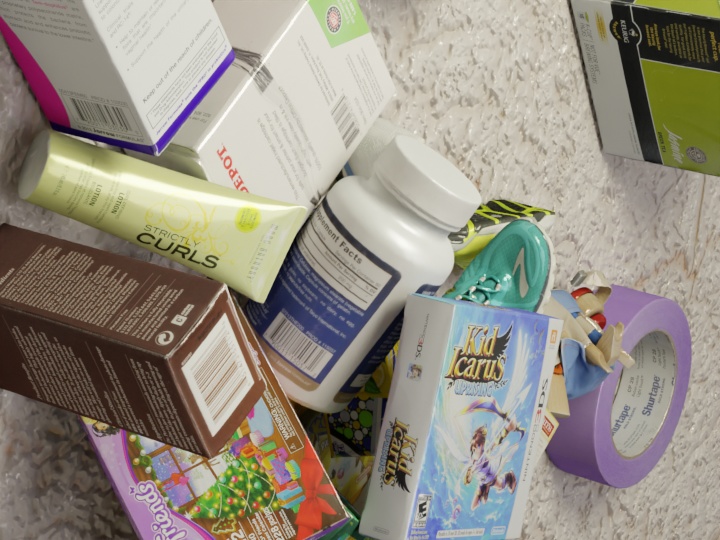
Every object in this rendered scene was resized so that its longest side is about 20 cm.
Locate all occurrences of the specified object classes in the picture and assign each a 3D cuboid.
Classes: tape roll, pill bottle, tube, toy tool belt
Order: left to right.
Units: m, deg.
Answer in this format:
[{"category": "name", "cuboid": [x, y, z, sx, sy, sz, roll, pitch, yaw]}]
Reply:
[{"category": "tube", "cuboid": [-0.135, -0.042, 1.480, 0.199, 0.058, 0.052, 21, 55, -27]}, {"category": "pill bottle", "cuboid": [0.000, 0.000, 1.625, 0.200, 0.111, 0.111, -52, 150, 16]}, {"category": "toy tool belt", "cuboid": [0.195, 0.082, 2.022, 0.200, 0.123, 0.125, -9, 143, -53]}, {"category": "tape roll", "cuboid": [0.264, 0.119, 2.203, 0.200, 0.065, 0.201, -28, 125, -47]}]

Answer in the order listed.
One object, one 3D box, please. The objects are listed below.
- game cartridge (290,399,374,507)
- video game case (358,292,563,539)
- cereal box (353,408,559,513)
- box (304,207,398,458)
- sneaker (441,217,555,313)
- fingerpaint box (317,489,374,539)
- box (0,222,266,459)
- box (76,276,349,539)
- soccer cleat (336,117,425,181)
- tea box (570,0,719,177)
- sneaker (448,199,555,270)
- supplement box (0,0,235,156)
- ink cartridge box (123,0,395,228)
[{"category": "game cartridge", "cuboid": [-0.036, 0.136, 1.800, 0.176, 0.032, 0.201, -41, 135, -40]}, {"category": "video game case", "cuboid": [0.081, 0.116, 1.644, 0.200, 0.045, 0.182, 8, 92, -61]}, {"category": "cereal box", "cuboid": [0.064, 0.191, 1.812, 0.040, 0.144, 0.200, 51, 60, -31]}, {"category": "box", "cuboid": [0.002, 0.046, 1.732, 0.064, 0.070, 0.201, -29, 111, -61]}, {"category": "sneaker", "cuboid": [0.091, 0.042, 1.820, 0.200, 0.077, 0.080, -53, 155, 12]}, {"category": "fingerpaint box", "cuboid": [-0.072, 0.233, 1.637, 0.167, 0.073, 0.200, -45, 166, -4]}, {"category": "box", "cuboid": [-0.168, 0.045, 1.417, 0.075, 0.199, 0.100, -53, 142, -33]}, {"category": "box", "cuboid": [-0.114, 0.119, 1.510, 0.136, 0.201, 0.039, -27, 169, -13]}, {"category": "soccer cleat", "cuboid": [0.033, -0.038, 1.781, 0.070, 0.086, 0.201, -49, 139, -33]}, {"category": "tea box", "cuboid": [0.327, -0.208, 2.045, 0.134, 0.196, 0.201, -50, 140, -32]}, {"category": "sneaker", "cuboid": [0.116, -0.019, 1.915, 0.200, 0.075, 0.077, -4, 106, -58]}, {"category": "supplement box", "cuboid": [-0.176, -0.187, 1.401, 0.104, 0.101, 0.200, -55, 142, -28]}, {"category": "ink cartridge box", "cuboid": [-0.074, -0.117, 1.593, 0.200, 0.084, 0.146, -56, 142, -26]}]
